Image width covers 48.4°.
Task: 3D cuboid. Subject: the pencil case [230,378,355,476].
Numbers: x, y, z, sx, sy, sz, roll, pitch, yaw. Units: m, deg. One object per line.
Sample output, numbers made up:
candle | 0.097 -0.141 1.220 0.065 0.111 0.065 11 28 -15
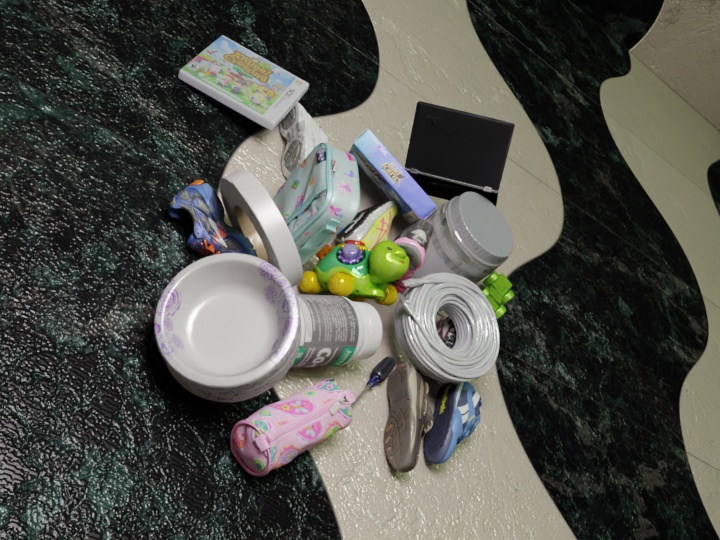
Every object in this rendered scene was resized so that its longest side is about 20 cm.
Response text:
pencil case | -0.094 0.223 1.161 0.199 0.087 0.088 -18 73 -49

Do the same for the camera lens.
camera lens | 0.174 -0.037 1.545 0.159 0.200 0.161 26 44 -28

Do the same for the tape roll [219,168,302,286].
tape roll | -0.156 -0.061 1.243 0.037 0.203 0.204 -29 80 -18

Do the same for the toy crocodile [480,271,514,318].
toy crocodile | 0.275 0.059 1.694 0.068 0.062 0.200 49 33 -2

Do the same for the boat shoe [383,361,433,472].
boat shoe | 0.090 0.246 1.337 0.073 0.074 0.201 30 44 -25

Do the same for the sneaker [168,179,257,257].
sneaker | -0.233 -0.044 1.257 0.078 0.075 0.201 -30 78 -38

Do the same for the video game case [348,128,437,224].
video game case | 0.059 -0.181 1.590 0.200 0.045 0.181 48 -3 -3

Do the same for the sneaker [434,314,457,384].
sneaker | 0.173 0.125 1.508 0.080 0.086 0.200 42 39 -8

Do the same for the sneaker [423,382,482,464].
sneaker | 0.169 0.267 1.403 0.082 0.074 0.200 44 39 -12

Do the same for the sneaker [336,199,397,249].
sneaker | 0.024 -0.068 1.533 0.091 0.078 0.200 61 37 -12

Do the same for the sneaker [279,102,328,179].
sneaker | -0.096 -0.232 1.533 0.099 0.078 0.201 24 46 -35

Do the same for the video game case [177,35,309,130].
video game case | -0.215 -0.358 1.509 0.199 0.022 0.183 29 40 -1

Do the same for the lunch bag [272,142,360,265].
lunch bag | -0.082 -0.107 1.342 0.077 0.200 0.161 24 44 -27

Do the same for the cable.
cable | 0.154 0.102 1.418 0.199 0.069 0.202 -12 78 -36

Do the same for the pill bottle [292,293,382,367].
pill bottle | -0.067 0.095 1.267 0.199 0.113 0.114 4 58 -43

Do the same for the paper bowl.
paper bowl | -0.182 0.086 1.124 0.198 0.105 0.202 1 62 -2

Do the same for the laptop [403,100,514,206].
laptop | 0.189 -0.215 1.551 0.186 0.200 0.117 16 80 10

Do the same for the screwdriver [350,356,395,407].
screwdriver | 0.006 0.200 1.332 0.028 0.029 0.200 51 41 -1

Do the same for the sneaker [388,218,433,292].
sneaker | 0.078 -0.030 1.441 0.079 0.200 0.096 31 61 -7

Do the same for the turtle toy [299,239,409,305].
turtle toy | 0.000 0.000 1.356 0.145 0.199 0.102 14 81 -43
